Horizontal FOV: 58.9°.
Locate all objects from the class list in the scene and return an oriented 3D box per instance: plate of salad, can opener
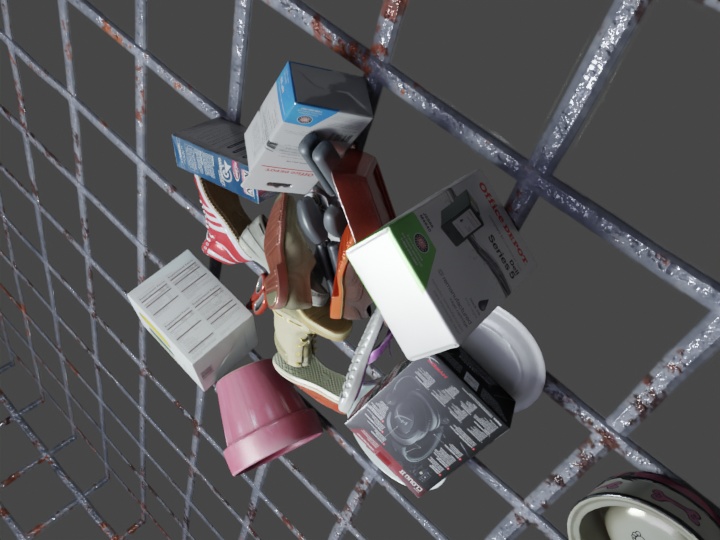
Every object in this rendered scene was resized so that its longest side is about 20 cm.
[{"bbox_3d":[0.162,0.115,0.889,0.199,0.048,0.201,19,129,24],"label":"plate of salad"},{"bbox_3d":[-0.034,-0.107,0.876,0.052,0.067,0.200,30,164,29],"label":"can opener"},{"bbox_3d":[-0.056,-0.025,1.001,0.053,0.067,0.202,7,120,43],"label":"can opener"}]

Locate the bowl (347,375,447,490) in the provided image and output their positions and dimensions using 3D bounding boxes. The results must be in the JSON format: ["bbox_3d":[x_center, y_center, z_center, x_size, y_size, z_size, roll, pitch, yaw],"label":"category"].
[{"bbox_3d":[0.079,0.243,1.027,0.200,0.090,0.203,25,131,32],"label":"bowl"}]

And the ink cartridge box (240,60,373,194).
[{"bbox_3d":[-0.084,-0.185,0.871,0.200,0.115,0.068,-40,55,50],"label":"ink cartridge box"}]

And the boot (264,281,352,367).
[{"bbox_3d":[-0.089,0.110,1.122,0.199,0.073,0.157,26,131,34],"label":"boot"}]

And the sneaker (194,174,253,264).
[{"bbox_3d":[-0.260,-0.099,1.157,0.112,0.071,0.201,-16,106,46],"label":"sneaker"}]

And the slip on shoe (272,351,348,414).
[{"bbox_3d":[-0.085,0.207,1.190,0.199,0.074,0.062,25,135,26],"label":"slip on shoe"}]

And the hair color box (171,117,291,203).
[{"bbox_3d":[-0.197,-0.179,1.014,0.199,0.100,0.061,26,133,32],"label":"hair color box"}]

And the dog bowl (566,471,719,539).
[{"bbox_3d":[0.371,0.346,0.812,0.199,0.074,0.202,26,133,32],"label":"dog bowl"}]

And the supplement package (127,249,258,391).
[{"bbox_3d":[-0.328,0.100,1.272,0.200,0.150,0.152,42,156,18],"label":"supplement package"}]

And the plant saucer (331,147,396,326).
[{"bbox_3d":[0.024,-0.056,0.834,0.036,0.200,0.202,-16,107,11],"label":"plant saucer"}]

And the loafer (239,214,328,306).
[{"bbox_3d":[-0.123,-0.017,1.070,0.200,0.070,0.070,41,106,20],"label":"loafer"}]

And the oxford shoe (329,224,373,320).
[{"bbox_3d":[0.000,0.000,0.935,0.072,0.072,0.201,9,141,-2],"label":"oxford shoe"}]

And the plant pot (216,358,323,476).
[{"bbox_3d":[-0.197,0.284,1.277,0.200,0.199,0.180,-45,66,50],"label":"plant pot"}]

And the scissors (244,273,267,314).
[{"bbox_3d":[-0.215,0.073,1.243,0.200,0.014,0.074,-44,46,50],"label":"scissors"}]

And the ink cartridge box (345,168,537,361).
[{"bbox_3d":[0.101,-0.013,0.744,0.084,0.200,0.146,-28,95,48],"label":"ink cartridge box"}]

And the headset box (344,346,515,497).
[{"bbox_3d":[0.088,0.201,0.877,0.149,0.077,0.200,44,118,2],"label":"headset box"}]

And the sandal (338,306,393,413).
[{"bbox_3d":[0.022,0.123,0.971,0.049,0.204,0.082,23,-179,-4],"label":"sandal"}]

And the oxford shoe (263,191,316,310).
[{"bbox_3d":[-0.111,-0.030,1.019,0.071,0.073,0.202,-32,54,56],"label":"oxford shoe"}]
